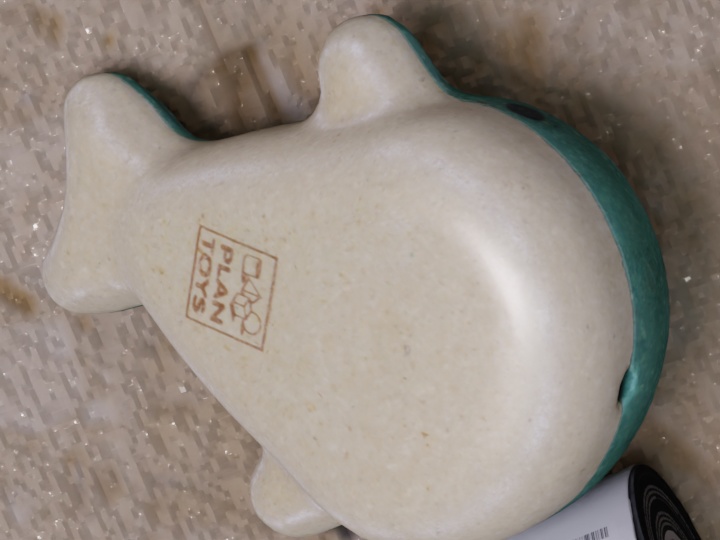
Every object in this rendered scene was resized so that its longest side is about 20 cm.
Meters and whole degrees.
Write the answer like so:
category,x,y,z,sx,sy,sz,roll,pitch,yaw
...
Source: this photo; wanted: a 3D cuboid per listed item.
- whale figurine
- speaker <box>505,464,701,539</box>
category,x,y,z,sx,sy,sz,roll,pitch,yaw
whale figurine,0.000,0.000,0.871,0.200,0.104,0.159,19,110,31
speaker,0.011,0.133,0.899,0.200,0.081,0.081,-25,99,17
